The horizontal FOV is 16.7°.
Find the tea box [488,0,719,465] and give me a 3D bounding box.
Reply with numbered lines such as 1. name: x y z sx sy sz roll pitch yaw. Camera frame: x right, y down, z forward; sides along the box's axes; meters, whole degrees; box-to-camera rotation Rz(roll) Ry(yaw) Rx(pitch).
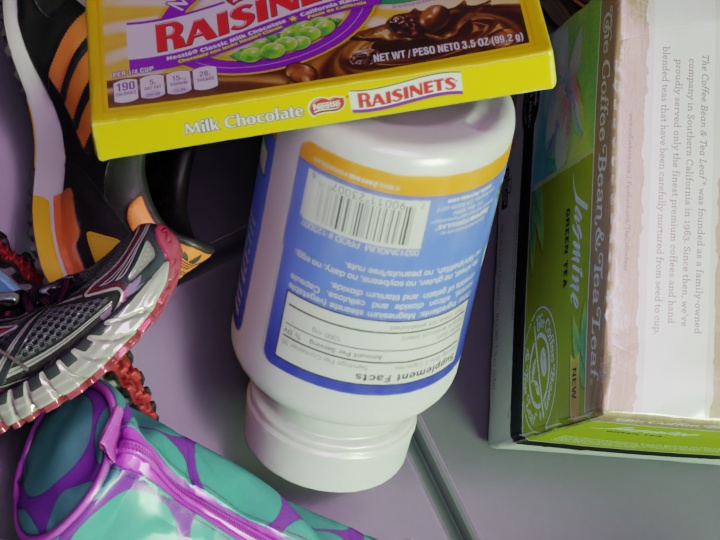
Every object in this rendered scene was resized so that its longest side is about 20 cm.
1. tea box: 0.151 -0.015 1.174 0.133 0.197 0.202 5 80 -12

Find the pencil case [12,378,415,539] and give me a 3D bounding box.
1. pencil case: -0.063 0.127 1.127 0.199 0.092 0.086 31 58 -28

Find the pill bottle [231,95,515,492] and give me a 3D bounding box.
1. pill bottle: 0.000 0.000 1.137 0.111 0.112 0.201 3 125 -13

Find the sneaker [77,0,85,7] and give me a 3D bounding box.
1. sneaker: -0.061 -0.152 1.137 0.200 0.073 0.114 33 117 -22

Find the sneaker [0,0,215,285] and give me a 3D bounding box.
1. sneaker: -0.112 -0.082 1.161 0.090 0.070 0.202 -16 72 25

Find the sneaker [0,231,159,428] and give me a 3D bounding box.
1. sneaker: -0.183 0.036 1.163 0.200 0.079 0.096 42 100 -7

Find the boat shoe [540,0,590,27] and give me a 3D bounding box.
1. boat shoe: 0.093 -0.184 1.209 0.072 0.072 0.200 -46 124 -9

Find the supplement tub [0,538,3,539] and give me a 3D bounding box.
1. supplement tub: -0.148 0.201 1.104 0.199 0.132 0.133 28 76 -9

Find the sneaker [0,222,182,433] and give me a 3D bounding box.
1. sneaker: -0.167 0.033 1.080 0.199 0.081 0.075 -29 101 11

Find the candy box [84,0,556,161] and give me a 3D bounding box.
1. candy box: -0.021 -0.104 1.069 0.198 0.027 0.103 -9 43 0
